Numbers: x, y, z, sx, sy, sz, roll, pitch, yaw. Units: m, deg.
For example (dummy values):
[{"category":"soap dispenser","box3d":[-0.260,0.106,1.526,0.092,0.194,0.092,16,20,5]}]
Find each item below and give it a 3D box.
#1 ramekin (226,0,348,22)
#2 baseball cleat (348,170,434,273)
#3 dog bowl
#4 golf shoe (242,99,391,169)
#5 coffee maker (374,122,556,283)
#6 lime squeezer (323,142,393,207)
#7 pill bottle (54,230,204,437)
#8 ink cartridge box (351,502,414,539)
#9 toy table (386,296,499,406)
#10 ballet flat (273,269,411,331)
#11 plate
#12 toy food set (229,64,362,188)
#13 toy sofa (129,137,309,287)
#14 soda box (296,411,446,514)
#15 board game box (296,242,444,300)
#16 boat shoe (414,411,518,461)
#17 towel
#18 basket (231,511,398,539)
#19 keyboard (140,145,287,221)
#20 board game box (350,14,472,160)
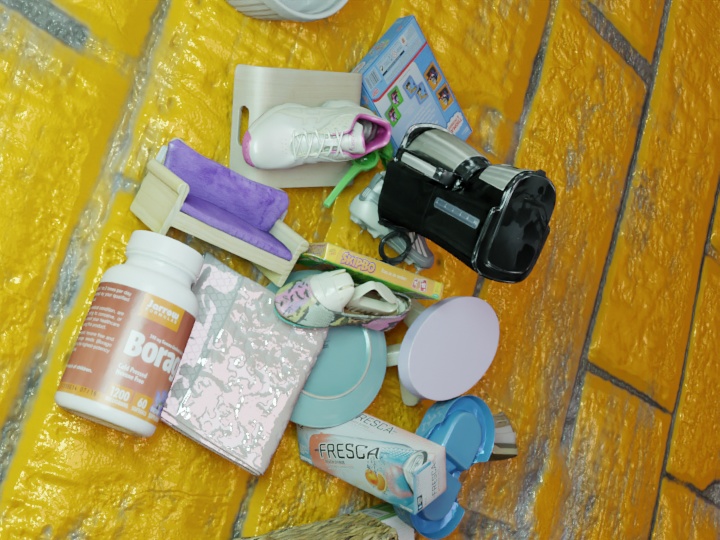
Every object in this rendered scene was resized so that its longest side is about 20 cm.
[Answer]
[{"category":"ramekin","box3d":[-0.099,-0.394,1.292,0.199,0.104,0.203,-2,93,-45]},{"category":"baseball cleat","box3d":[0.065,-0.068,1.458,0.107,0.070,0.200,-52,146,4]},{"category":"dog bowl","box3d":[0.110,0.261,1.467,0.111,0.049,0.201,42,66,-33]},{"category":"golf shoe","box3d":[-0.048,-0.161,1.290,0.199,0.091,0.076,-21,118,-38]},{"category":"coffee maker","box3d":[0.126,-0.061,1.334,0.134,0.200,0.194,-13,122,-33]},{"category":"lime squeezer","box3d":[0.007,-0.137,1.413,0.038,0.071,0.200,41,29,10]},{"category":"pill bottle","box3d":[-0.239,0.066,1.154,0.112,0.111,0.202,31,70,-41]},{"category":"ink cartridge box","box3d":[0.021,0.427,1.465,0.103,0.059,0.203,-6,95,-44]},{"category":"toy table","box3d":[0.088,0.101,1.485,0.199,0.116,0.186,-7,96,-45]},{"category":"ballet flat","box3d":[-0.015,0.034,1.320,0.199,0.071,0.070,10,51,-43]},{"category":"plate","box3d":[-0.051,0.094,1.356,0.198,0.026,0.203,7,73,-24]},{"category":"toy food set","box3d":[-0.079,-0.181,1.361,0.199,0.060,0.145,-7,107,-44]},{"category":"toy sofa","box3d":[-0.153,-0.065,1.240,0.199,0.083,0.098,25,98,-43]},{"category":"soda box","box3d":[0.011,0.228,1.349,0.068,0.199,0.064,-28,123,-41]},{"category":"board game box","box3d":[0.000,0.000,1.359,0.198,0.095,0.030,16,82,-32]},{"category":"boat shoe","box3d":[0.151,0.238,1.593,0.199,0.074,0.069,15,61,-43]},{"category":"towel","box3d":[-0.149,0.107,1.265,0.190,0.032,0.202,34,67,-20]},{"category":"basket","box3d":[-0.047,0.394,1.307,0.198,0.142,0.151,-5,94,-28]},{"category":"keyboard","box3d":[-0.169,-0.084,1.284,0.199,0.011,0.057,27,101,-42]},{"category":"board game box","box3d":[0.071,-0.228,1.515,0.152,0.036,0.201,-52,124,-32]}]
